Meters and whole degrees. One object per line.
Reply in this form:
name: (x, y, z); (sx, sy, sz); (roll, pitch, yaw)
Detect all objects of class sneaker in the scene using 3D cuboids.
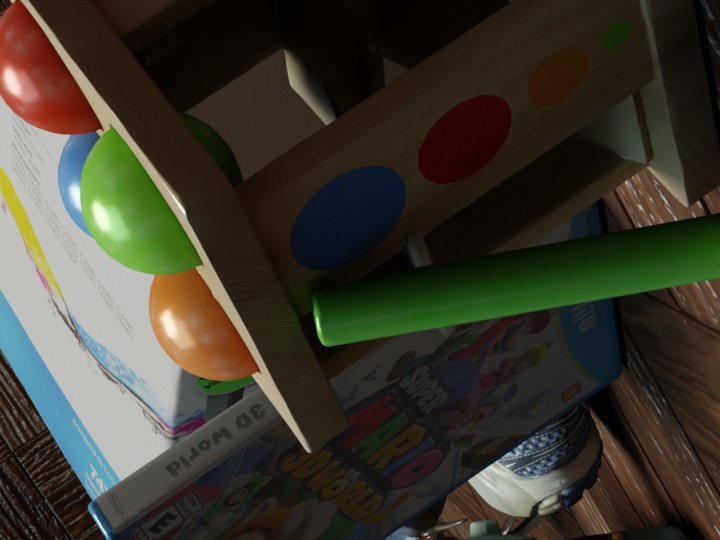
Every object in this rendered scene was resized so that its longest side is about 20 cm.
sneaker: (0.037, 0.013, 0.987); (0.200, 0.077, 0.085); (44, 158, 30)

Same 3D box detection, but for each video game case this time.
video game case: (0.007, 0.059, 0.807); (0.018, 0.199, 0.143); (52, 172, 28)

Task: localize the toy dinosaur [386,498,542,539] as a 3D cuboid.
toy dinosaur: (0.039, 0.161, 1.285); (0.200, 0.105, 0.183); (-27, 65, 50)

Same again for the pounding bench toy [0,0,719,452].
pounding bench toy: (0.010, -0.030, 0.571); (0.200, 0.156, 0.124); (51, 171, 34)

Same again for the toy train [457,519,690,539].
toy train: (0.094, 0.158, 1.012); (0.200, 0.113, 0.086); (77, -174, -77)

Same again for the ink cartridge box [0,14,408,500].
ink cartridge box: (-0.050, -0.008, 0.882); (0.146, 0.146, 0.201); (53, 153, 28)

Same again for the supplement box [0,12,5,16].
supplement box: (-0.185, -0.085, 1.461); (0.133, 0.199, 0.197); (61, 171, -31)
